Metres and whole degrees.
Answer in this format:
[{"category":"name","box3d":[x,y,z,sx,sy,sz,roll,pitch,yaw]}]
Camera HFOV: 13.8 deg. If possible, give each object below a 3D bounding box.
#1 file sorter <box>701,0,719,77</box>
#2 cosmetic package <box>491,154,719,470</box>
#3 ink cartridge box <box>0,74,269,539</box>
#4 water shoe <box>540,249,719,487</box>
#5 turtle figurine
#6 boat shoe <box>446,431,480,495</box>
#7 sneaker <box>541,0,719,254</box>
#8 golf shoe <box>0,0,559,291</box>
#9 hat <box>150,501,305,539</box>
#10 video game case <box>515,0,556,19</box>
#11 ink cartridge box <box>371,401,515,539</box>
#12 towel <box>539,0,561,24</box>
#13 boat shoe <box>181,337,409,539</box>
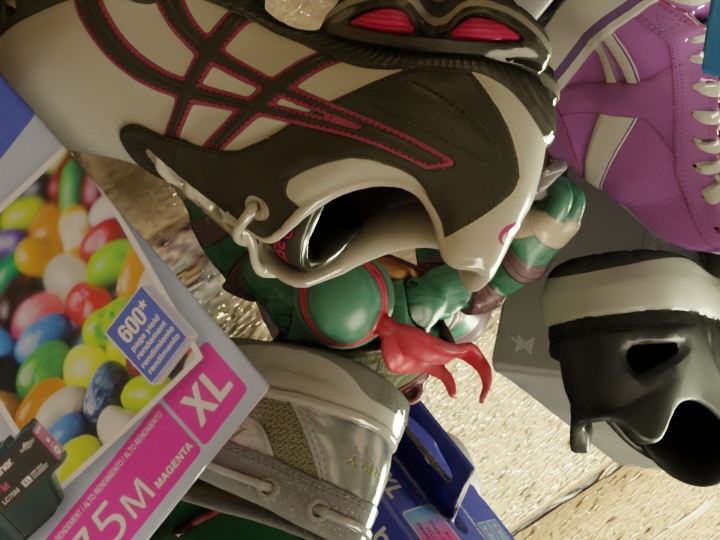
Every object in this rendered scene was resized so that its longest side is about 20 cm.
[{"category":"file sorter","box3d":[0.198,-0.142,0.880,0.200,0.122,0.140,-46,148,-53]},{"category":"cosmetic package","box3d":[0.131,0.021,1.299,0.200,0.090,0.108,37,62,-67]},{"category":"ink cartridge box","box3d":[-0.123,0.018,0.930,0.120,0.042,0.200,-51,127,-15]},{"category":"water shoe","box3d":[0.129,0.045,1.130,0.071,0.079,0.199,-9,166,36]},{"category":"turtle figurine","box3d":[0.000,0.000,1.083,0.200,0.149,0.101,66,38,-83]},{"category":"boat shoe","box3d":[-0.028,0.144,1.390,0.086,0.075,0.202,-5,151,-44]},{"category":"sneaker","box3d":[0.120,-0.068,0.985,0.073,0.114,0.201,-47,178,-18]},{"category":"golf shoe","box3d":[-0.038,-0.044,0.920,0.199,0.089,0.077,2,157,22]},{"category":"hat","box3d":[-0.132,0.107,1.245,0.165,0.176,0.201,32,80,-40]},{"category":"video game case","box3d":[0.103,-0.151,0.971,0.200,0.023,0.182,-49,180,41]},{"category":"ink cartridge box","box3d":[-0.017,0.130,1.289,0.200,0.137,0.076,-48,159,24]},{"category":"towel","box3d":[0.128,-0.119,1.133,0.200,0.024,0.145,-45,167,13]},{"category":"boat shoe","box3d":[-0.081,0.061,1.056,0.201,0.065,0.074,4,157,24]}]
